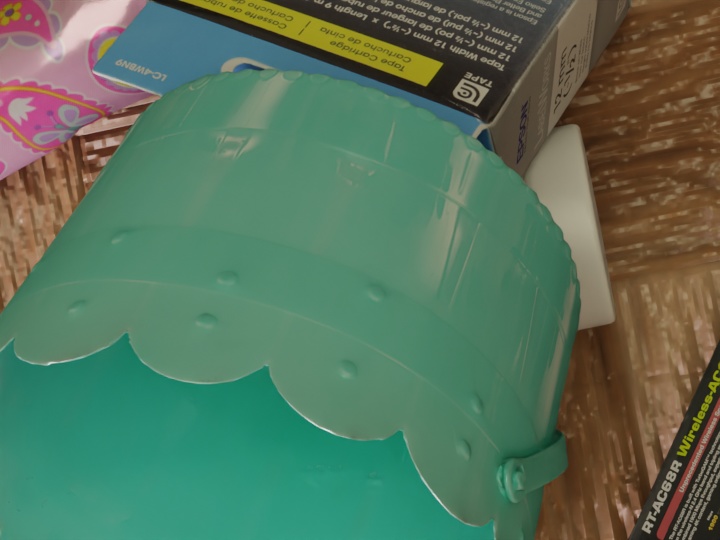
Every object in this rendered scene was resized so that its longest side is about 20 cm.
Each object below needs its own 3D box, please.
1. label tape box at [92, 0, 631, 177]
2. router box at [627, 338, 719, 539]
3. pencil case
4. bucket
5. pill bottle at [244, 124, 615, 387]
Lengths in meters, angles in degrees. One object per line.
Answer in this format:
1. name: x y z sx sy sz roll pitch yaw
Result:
1. label tape box: 0.008 -0.092 0.768 0.142 0.066 0.200 21 50 17
2. router box: 0.209 0.059 0.765 0.149 0.062 0.201 27 93 45
3. pencil case: -0.153 -0.087 0.848 0.199 0.087 0.088 -26 85 8
4. bucket: -0.026 0.043 0.659 0.206 0.208 0.135 18 53 8
5. pill bottle: 0.000 0.000 0.810 0.198 0.111 0.112 -12 87 8
